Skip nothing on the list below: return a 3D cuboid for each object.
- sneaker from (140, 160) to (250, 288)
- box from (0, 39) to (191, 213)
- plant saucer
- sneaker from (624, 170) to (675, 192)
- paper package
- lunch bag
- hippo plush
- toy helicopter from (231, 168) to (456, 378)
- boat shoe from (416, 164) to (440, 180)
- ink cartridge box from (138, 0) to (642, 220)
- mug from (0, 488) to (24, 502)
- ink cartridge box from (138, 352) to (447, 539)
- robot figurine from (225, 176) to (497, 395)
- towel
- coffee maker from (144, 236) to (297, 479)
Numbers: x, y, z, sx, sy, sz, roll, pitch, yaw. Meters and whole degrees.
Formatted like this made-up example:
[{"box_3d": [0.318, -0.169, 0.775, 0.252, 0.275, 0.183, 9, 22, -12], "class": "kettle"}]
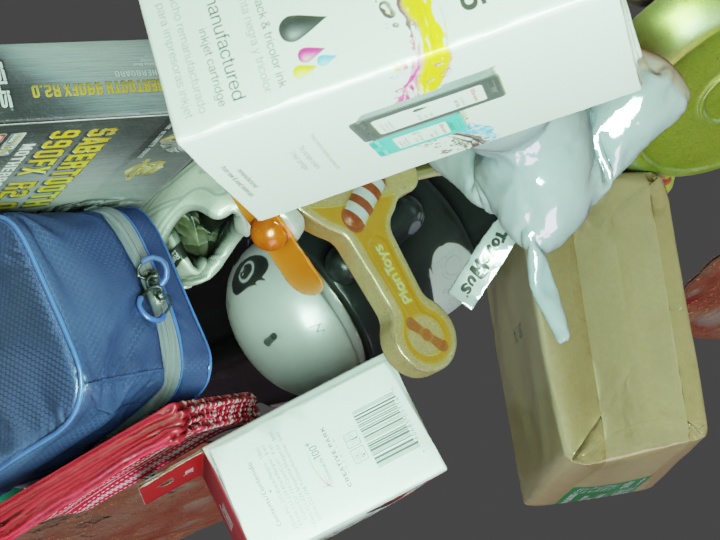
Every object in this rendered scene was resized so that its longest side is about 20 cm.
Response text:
[{"box_3d": [-0.127, -0.017, 1.291, 0.075, 0.082, 0.200, 23, 136, -29], "class": "sneaker"}, {"box_3d": [-0.182, -0.067, 1.169, 0.157, 0.049, 0.200, -6, 163, -34], "class": "box"}, {"box_3d": [0.237, -0.124, 1.320, 0.198, 0.031, 0.201, -18, 146, -12], "class": "plant saucer"}, {"box_3d": [0.194, -0.085, 1.434, 0.077, 0.091, 0.200, -14, 164, 1], "class": "sneaker"}, {"box_3d": [0.158, 0.053, 1.404, 0.102, 0.193, 0.200, -6, 166, -6], "class": "paper package"}, {"box_3d": [-0.184, 0.046, 1.211, 0.199, 0.137, 0.132, -32, 166, 34], "class": "lunch bag"}, {"box_3d": [0.075, -0.100, 1.165, 0.158, 0.201, 0.161, 21, 163, 38], "class": "hippo plush"}, {"box_3d": [-0.009, -0.024, 1.212, 0.132, 0.201, 0.079, -27, 176, -39], "class": "toy helicopter"}, {"box_3d": [-0.012, -0.067, 1.321, 0.198, 0.066, 0.072, -18, 166, 6], "class": "boat shoe"}, {"box_3d": [0.011, -0.136, 0.925, 0.198, 0.148, 0.146, -19, 165, 8], "class": "ink cartridge box"}, {"box_3d": [-0.250, 0.071, 1.424, 0.114, 0.185, 0.152, -37, 170, -31], "class": "mug"}, {"box_3d": [-0.048, 0.139, 1.317, 0.174, 0.084, 0.200, -26, 173, -8], "class": "ink cartridge box"}, {"box_3d": [-0.001, -0.002, 1.410, 0.199, 0.125, 0.151, -37, 135, -19], "class": "robot figurine"}, {"box_3d": [-0.140, 0.117, 1.213, 0.144, 0.023, 0.200, -30, 174, 8], "class": "towel"}, {"box_3d": [-0.134, 0.061, 1.534, 0.199, 0.136, 0.192, -24, 162, 26], "class": "coffee maker"}]
